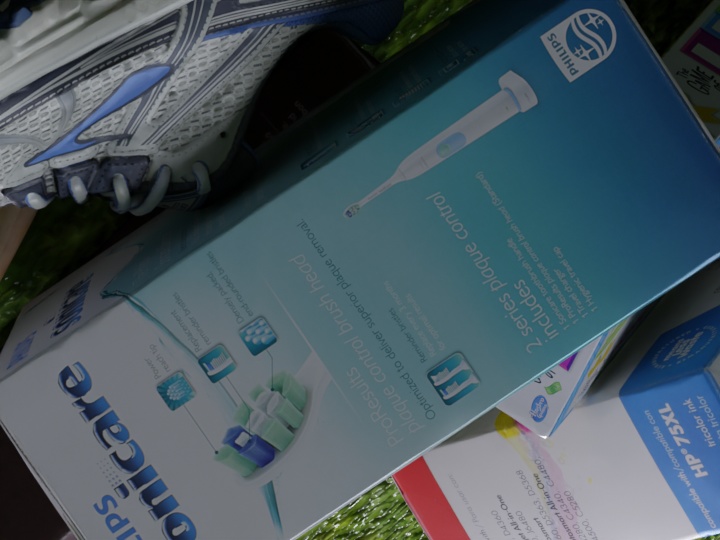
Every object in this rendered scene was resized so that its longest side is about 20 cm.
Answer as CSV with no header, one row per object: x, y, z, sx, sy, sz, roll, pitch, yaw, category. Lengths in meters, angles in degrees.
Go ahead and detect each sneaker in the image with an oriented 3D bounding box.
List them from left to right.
-0.070,-0.043,0.770,0.200,0.077,0.085,-35,110,-8,sneaker

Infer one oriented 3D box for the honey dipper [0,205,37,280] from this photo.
-0.130,0.022,0.889,0.038,0.038,0.200,-7,135,-49,honey dipper

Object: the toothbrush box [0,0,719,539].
0.000,0.000,0.816,0.200,0.085,0.146,-33,-171,2,toothbrush box

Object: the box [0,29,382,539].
-0.041,0.020,0.957,0.200,0.075,0.100,-46,154,7,box

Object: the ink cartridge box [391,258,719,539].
0.092,0.056,1.096,0.200,0.067,0.116,-19,-161,41,ink cartridge box

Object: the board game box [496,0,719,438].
0.120,-0.044,1.027,0.200,0.034,0.135,-46,165,-45,board game box
